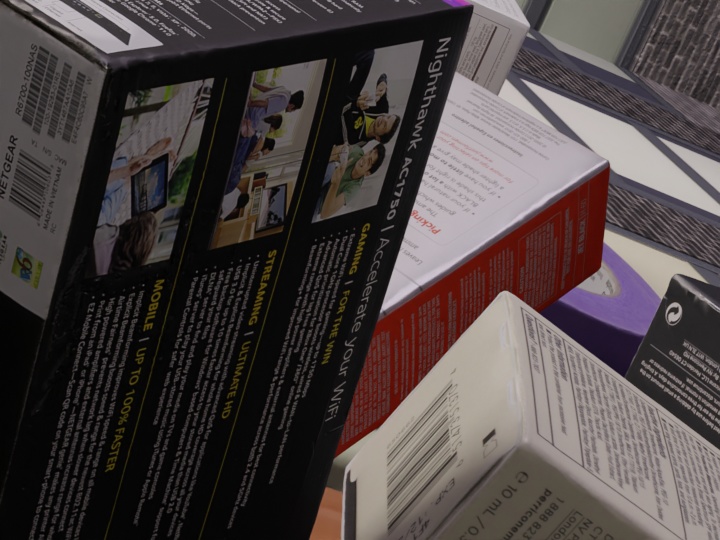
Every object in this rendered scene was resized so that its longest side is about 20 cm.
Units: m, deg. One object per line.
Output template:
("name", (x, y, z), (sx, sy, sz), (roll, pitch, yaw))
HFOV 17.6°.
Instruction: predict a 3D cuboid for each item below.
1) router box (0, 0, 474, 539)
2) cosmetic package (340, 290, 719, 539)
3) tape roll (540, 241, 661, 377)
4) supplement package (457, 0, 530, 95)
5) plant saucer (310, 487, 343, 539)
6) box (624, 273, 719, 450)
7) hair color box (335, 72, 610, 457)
("router box", (-0.056, 0.015, 0.635), (0.051, 0.201, 0.149), (33, 29, 29))
("cosmetic package", (0.096, 0.112, 0.728), (0.199, 0.087, 0.104), (36, 20, -14))
("tape roll", (0.048, 0.006, 1.129), (0.199, 0.085, 0.200), (32, 14, -9))
("supplement package", (-0.015, -0.146, 1.520), (0.199, 0.152, 0.152), (23, 13, -8))
("plant saucer", (-0.001, 0.117, 0.775), (0.199, 0.033, 0.200), (23, 13, -6))
("box", (0.185, 0.099, 0.953), (0.199, 0.142, 0.079), (15, 18, -37))
("hair color box", (0.000, 0.000, 0.950), (0.199, 0.062, 0.101), (-32, 50, -32))
